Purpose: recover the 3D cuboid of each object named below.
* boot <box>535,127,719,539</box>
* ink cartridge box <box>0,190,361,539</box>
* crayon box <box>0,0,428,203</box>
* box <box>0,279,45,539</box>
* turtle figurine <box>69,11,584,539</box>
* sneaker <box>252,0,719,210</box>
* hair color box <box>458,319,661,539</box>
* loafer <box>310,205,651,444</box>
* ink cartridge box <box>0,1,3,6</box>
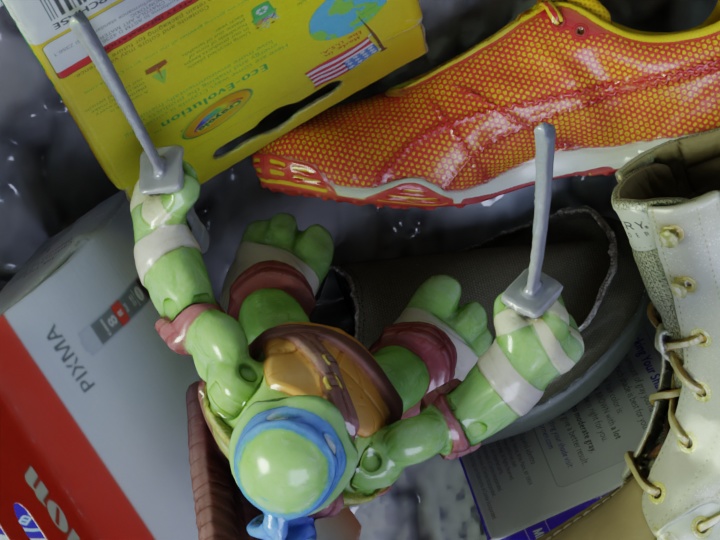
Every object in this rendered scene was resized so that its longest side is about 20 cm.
[{"bbox_3d":[0.114,0.038,1.021,0.200,0.072,0.155,-28,116,-2],"label":"boot"},{"bbox_3d":[-0.069,0.068,0.989,0.050,0.200,0.162,-31,100,11],"label":"ink cartridge box"},{"bbox_3d":[-0.052,-0.099,0.944,0.127,0.051,0.200,-30,158,-4],"label":"crayon box"},{"bbox_3d":[-0.221,0.085,1.051,0.184,0.105,0.200,22,120,-30],"label":"box"},{"bbox_3d":[0.000,0.000,0.961,0.143,0.194,0.201,-10,95,4],"label":"turtle figurine"},{"bbox_3d":[0.057,-0.066,1.052,0.199,0.073,0.077,-12,99,-3],"label":"sneaker"},{"bbox_3d":[0.140,0.057,1.136,0.200,0.109,0.065,-25,122,4],"label":"hair color box"},{"bbox_3d":[0.019,0.030,1.102,0.200,0.075,0.070,-28,136,6],"label":"loafer"},{"bbox_3d":[-0.202,-0.140,0.913,0.173,0.044,0.200,-31,131,7],"label":"ink cartridge box"}]
